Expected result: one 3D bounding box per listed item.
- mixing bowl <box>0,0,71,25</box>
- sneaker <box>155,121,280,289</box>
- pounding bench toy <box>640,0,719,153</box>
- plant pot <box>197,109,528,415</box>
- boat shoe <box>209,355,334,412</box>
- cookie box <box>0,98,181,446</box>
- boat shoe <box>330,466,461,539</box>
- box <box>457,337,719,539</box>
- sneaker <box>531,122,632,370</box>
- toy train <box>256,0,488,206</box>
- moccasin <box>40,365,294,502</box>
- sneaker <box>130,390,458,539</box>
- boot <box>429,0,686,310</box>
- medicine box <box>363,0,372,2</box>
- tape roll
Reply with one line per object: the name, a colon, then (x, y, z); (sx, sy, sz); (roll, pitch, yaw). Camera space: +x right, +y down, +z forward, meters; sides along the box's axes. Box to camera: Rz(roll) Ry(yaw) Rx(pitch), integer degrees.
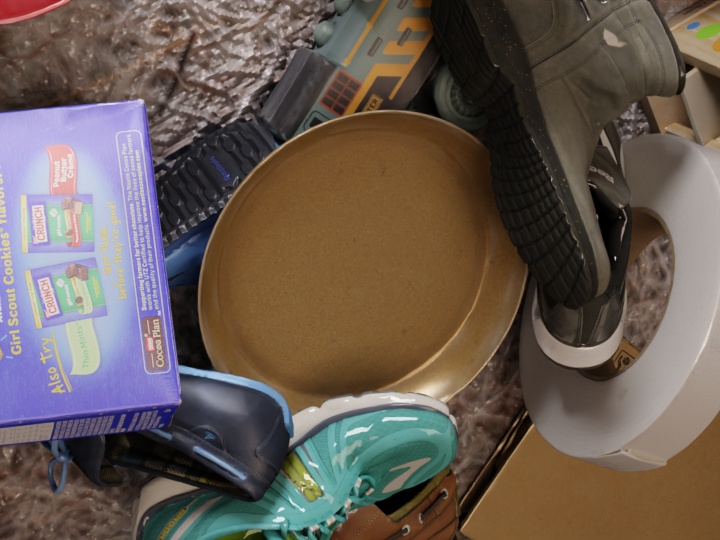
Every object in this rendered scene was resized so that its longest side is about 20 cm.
mixing bowl: (-0.205, -0.234, 1.191); (0.199, 0.108, 0.202); (-7, 109, -21)
sneaker: (-0.121, -0.005, 1.330); (0.199, 0.066, 0.079); (-31, 143, -4)
pounding bench toy: (0.297, -0.115, 1.428); (0.199, 0.156, 0.125); (-31, 116, -13)
plant pot: (0.000, 0.000, 1.319); (0.199, 0.027, 0.201); (-9, 116, -18)
boat shoe: (-0.065, 0.099, 1.396); (0.201, 0.072, 0.062); (-59, 156, 2)
cookie box: (-0.205, 0.006, 1.226); (0.198, 0.075, 0.172); (-5, 75, -11)
boat shoe: (-0.017, 0.162, 1.408); (0.199, 0.072, 0.068); (-17, 118, -48)
box: (0.175, 0.146, 1.534); (0.200, 0.021, 0.164); (34, 91, -29)
sneaker: (0.128, -0.049, 1.361); (0.066, 0.201, 0.091); (-1, 153, -2)
toy train: (0.028, -0.124, 1.351); (0.114, 0.085, 0.201); (32, 92, -19)
moccasin: (-0.139, 0.085, 1.289); (0.081, 0.199, 0.069); (65, 35, -57)
sneaker: (-0.032, 0.135, 1.313); (0.199, 0.080, 0.078); (-25, 129, 1)
boot: (0.131, -0.090, 1.290); (0.130, 0.068, 0.201); (-18, 85, -25)
medicine box: (0.018, -0.257, 1.213); (0.103, 0.182, 0.201); (-30, 98, -12)
tape roll: (0.166, 0.019, 1.388); (0.037, 0.203, 0.204); (18, 99, -28)
